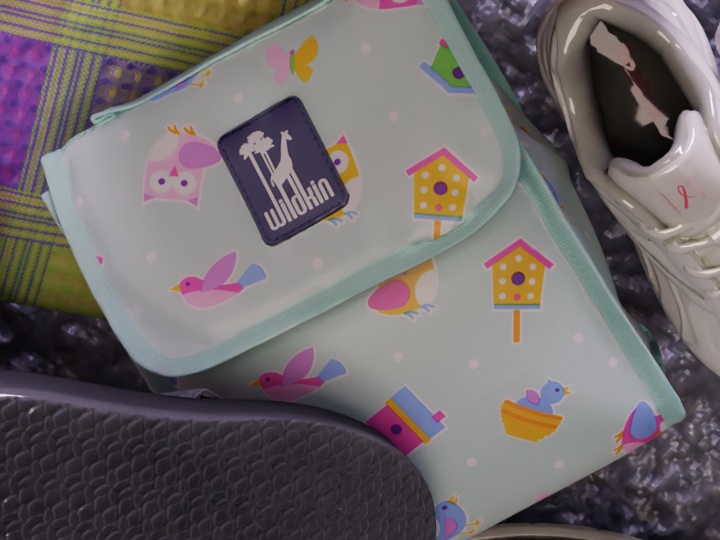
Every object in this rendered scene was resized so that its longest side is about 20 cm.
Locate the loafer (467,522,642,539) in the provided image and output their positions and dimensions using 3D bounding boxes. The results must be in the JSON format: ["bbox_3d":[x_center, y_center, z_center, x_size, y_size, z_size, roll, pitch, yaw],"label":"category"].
[{"bbox_3d":[0.109,0.148,0.858,0.200,0.063,0.072,13,130,-20],"label":"loafer"}]

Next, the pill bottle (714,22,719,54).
[{"bbox_3d":[0.218,-0.138,0.765,0.114,0.114,0.200,27,107,-3],"label":"pill bottle"}]

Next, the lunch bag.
[{"bbox_3d":[0.000,0.000,0.819,0.170,0.122,0.200,-28,109,9],"label":"lunch bag"}]

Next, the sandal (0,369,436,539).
[{"bbox_3d":[-0.059,0.069,0.748,0.200,0.043,0.076,19,101,-29],"label":"sandal"}]

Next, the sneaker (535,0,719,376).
[{"bbox_3d":[0.122,-0.020,0.801,0.078,0.099,0.200,-37,86,15],"label":"sneaker"}]

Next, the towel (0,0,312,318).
[{"bbox_3d":[-0.086,-0.077,0.846,0.144,0.023,0.200,10,109,-16],"label":"towel"}]
